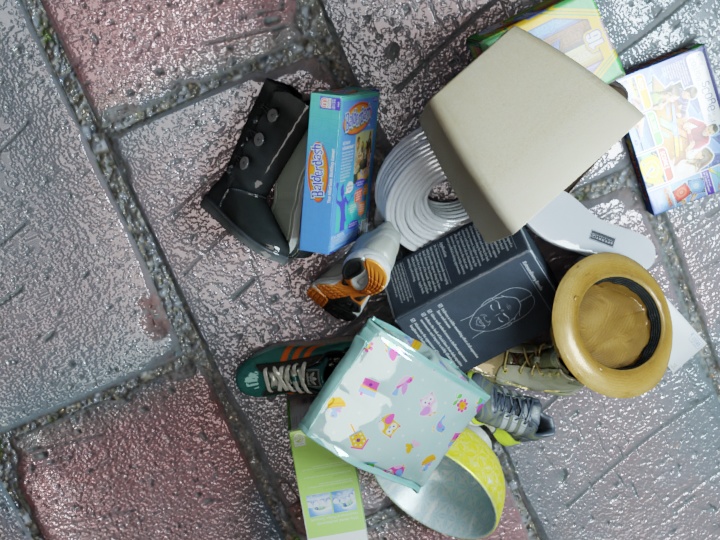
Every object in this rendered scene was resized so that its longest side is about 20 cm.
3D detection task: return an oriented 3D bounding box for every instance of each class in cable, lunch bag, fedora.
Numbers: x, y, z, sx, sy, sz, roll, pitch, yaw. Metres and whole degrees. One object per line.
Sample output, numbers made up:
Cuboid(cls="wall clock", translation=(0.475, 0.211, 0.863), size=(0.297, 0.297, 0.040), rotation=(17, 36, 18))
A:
Cuboid(cls="cable", translation=(0.118, -0.109, 1.549), size=(0.199, 0.069, 0.200), rotation=(-9, 136, -6))
Cuboid(cls="lunch bag", translation=(0.032, 0.163, 1.475), size=(0.200, 0.122, 0.171), rotation=(31, 96, -37))
Cuboid(cls="fedora", translation=(0.308, 0.074, 1.507), size=(0.200, 0.082, 0.201), rotation=(8, 74, -28))

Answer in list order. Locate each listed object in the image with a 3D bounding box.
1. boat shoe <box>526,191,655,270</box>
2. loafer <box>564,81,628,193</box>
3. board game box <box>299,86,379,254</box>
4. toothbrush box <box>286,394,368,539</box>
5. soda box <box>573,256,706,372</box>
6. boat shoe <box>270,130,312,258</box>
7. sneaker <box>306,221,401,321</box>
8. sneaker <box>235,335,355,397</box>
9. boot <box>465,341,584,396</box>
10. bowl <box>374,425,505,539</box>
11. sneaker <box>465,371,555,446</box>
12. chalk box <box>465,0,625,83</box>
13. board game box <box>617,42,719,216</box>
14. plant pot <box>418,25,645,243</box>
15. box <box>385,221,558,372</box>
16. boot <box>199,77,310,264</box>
Cuboid(cls="boat shoe", translation=(0.291, -0.048, 1.553), size=(0.200, 0.057, 0.069), rotation=(26, 82, -6))
Cuboid(cls="loafer", translation=(0.284, -0.163, 1.570), size=(0.073, 0.071, 0.200), rotation=(26, 117, -9))
Cuboid(cls="board game box", translation=(-0.026, -0.133, 1.527), size=(0.045, 0.152, 0.200), rotation=(10, 103, 18))
Cuboid(cls="toothbrush box", translation=(-0.046, 0.281, 1.631), size=(0.086, 0.146, 0.200), rotation=(-11, 105, -2))
Cuboid(cls="soda box", translation=(0.389, 0.046, 1.643), size=(0.064, 0.068, 0.200), rotation=(-42, 102, 6))
Cuboid(cls="boat shoe", translation=(-0.076, -0.115, 1.578), size=(0.060, 0.076, 0.200), rotation=(11, 95, -45))
Cuboid(cls="sneaker", translation=(0.000, 0.000, 1.569), size=(0.076, 0.200, 0.092), rotation=(39, 59, -11))
Cuboid(cls="sneaker", translation=(-0.076, 0.137, 1.626), size=(0.200, 0.080, 0.072), rotation=(-13, 104, 0))
Cuboid(cls="boot", translation=(0.234, 0.122, 1.602), size=(0.200, 0.155, 0.072), rotation=(13, 77, -10))
Cuboid(cls="bowl", translation=(0.125, 0.269, 1.648), size=(0.200, 0.200, 0.108), rotation=(47, 53, -13))
Cuboid(cls="sneaker", translation=(0.202, 0.186, 1.613), size=(0.081, 0.200, 0.074), rotation=(-7, 66, 31))
Cuboid(cls="chalk box", translation=(0.215, -0.268, 1.527), size=(0.200, 0.124, 0.124), rotation=(-25, 104, 1))
Cuboid(cls="board game box", translation=(0.430, -0.191, 1.605), size=(0.135, 0.034, 0.200), rotation=(-20, 105, 1))
Cuboid(cls="plant pot", translation=(0.179, -0.167, 1.385), size=(0.200, 0.200, 0.177), rotation=(-42, 91, -3))
Cuboid(cls="box", translation=(0.153, 0.031, 1.565), size=(0.200, 0.107, 0.148), rotation=(-28, 130, 11))
Cuboid(cls="boot", translation=(-0.109, -0.131, 1.533), size=(0.165, 0.066, 0.200), rotation=(38, 100, 30))
